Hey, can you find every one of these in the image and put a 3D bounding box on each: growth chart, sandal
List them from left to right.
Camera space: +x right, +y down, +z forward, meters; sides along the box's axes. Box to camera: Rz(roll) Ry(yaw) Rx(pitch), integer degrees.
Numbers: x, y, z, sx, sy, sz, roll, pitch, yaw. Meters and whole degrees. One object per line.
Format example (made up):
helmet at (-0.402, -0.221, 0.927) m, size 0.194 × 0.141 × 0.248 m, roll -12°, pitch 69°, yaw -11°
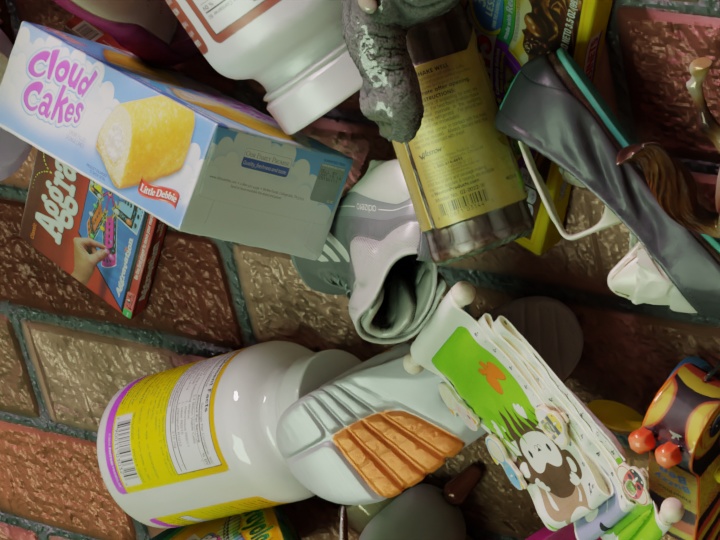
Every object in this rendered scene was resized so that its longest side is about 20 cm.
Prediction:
sandal at (0.048, 0.076, 1.766) m, size 0.206 × 0.059 × 0.079 m, roll -27°, pitch 95°, yaw 17°
growth chart at (0.101, 0.094, 1.654) m, size 0.200 × 0.018 × 0.145 m, roll 47°, pitch 154°, yaw 17°

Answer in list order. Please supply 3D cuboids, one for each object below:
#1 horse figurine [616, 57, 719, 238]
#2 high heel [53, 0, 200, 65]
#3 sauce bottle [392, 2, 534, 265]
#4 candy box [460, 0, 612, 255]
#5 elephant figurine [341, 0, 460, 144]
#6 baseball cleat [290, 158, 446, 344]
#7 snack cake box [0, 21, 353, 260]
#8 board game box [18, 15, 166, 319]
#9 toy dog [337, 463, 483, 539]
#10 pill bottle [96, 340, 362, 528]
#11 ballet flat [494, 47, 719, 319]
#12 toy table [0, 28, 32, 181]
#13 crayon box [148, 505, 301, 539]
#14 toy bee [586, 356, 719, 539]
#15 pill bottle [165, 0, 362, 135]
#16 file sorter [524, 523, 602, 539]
horse figurine at (0.236, -0.046, 1.501) m, size 0.199 × 0.050 × 0.133 m, roll -1°, pitch 125°, yaw 13°
high heel at (-0.160, -0.169, 1.713) m, size 0.096 × 0.199 × 0.068 m, roll -4°, pitch 79°, yaw 40°
sauce bottle at (0.039, -0.106, 1.602) m, size 0.065 × 0.065 × 0.201 m, roll -14°, pitch 93°, yaw 47°
candy box at (0.083, -0.109, 1.638) m, size 0.102 × 0.026 × 0.201 m, roll 33°, pitch 137°, yaw 25°
elephant figurine at (0.026, -0.201, 1.531) m, size 0.200 × 0.141 × 0.155 m, roll 49°, pitch 138°, yaw -3°
baseball cleat at (0.000, 0.000, 1.714) m, size 0.069 × 0.107 × 0.200 m, roll 11°, pitch 159°, yaw -13°
snack cake box at (-0.113, -0.077, 1.718) m, size 0.200 × 0.115 × 0.068 m, roll 28°, pitch 102°, yaw 43°
board game box at (-0.167, -0.066, 1.906) m, size 0.103 × 0.019 × 0.201 m, roll 36°, pitch 138°, yaw 17°
toy dog at (0.031, 0.183, 1.808) m, size 0.131 × 0.201 × 0.096 m, roll 29°, pitch 123°, yaw -20°
pill bottle at (-0.076, 0.104, 1.887) m, size 0.199 × 0.104 × 0.105 m, roll -16°, pitch 108°, yaw 47°
ballet flat at (0.146, -0.028, 1.571) m, size 0.200 × 0.073 × 0.073 m, roll 49°, pitch 140°, yaw 3°
toy table at (-0.289, -0.151, 1.844) m, size 0.199 × 0.184 × 0.117 m, roll 30°, pitch 154°, yaw 4°
crayon box at (-0.092, 0.210, 1.894) m, size 0.058 × 0.118 × 0.200 m, roll 60°, pitch 179°, yaw -13°
toy bee at (0.181, 0.089, 1.638) m, size 0.130 × 0.109 × 0.201 m, roll 10°, pitch 126°, yaw 39°
pill bottle at (-0.064, -0.182, 1.650) m, size 0.112 × 0.112 × 0.200 m, roll -27°, pitch 100°, yaw 49°
file sorter at (0.116, 0.257, 1.731) m, size 0.125 × 0.199 × 0.140 m, roll 18°, pitch 133°, yaw 56°
